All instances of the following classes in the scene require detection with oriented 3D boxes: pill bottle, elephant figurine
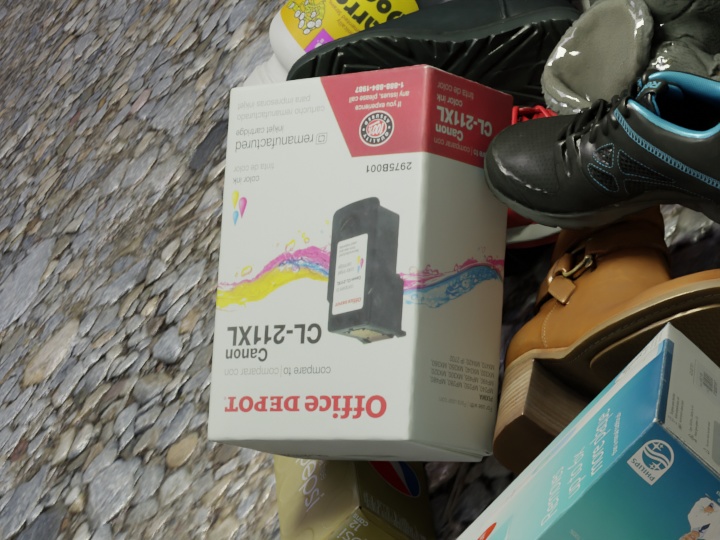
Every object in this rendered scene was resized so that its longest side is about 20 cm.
[{"bbox_3d":[0.001,-0.191,1.813,0.200,0.104,0.104,-48,22,17],"label":"pill bottle"},{"bbox_3d":[0.171,-0.113,1.322,0.155,0.140,0.202,90,-167,-77],"label":"elephant figurine"}]

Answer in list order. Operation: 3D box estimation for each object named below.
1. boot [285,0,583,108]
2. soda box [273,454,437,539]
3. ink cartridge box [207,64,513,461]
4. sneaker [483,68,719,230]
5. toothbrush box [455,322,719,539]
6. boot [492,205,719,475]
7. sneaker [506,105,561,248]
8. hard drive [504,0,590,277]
[{"bbox_3d":[0.046,-0.149,1.502,0.198,0.077,0.168,-12,27,-1],"label":"boot"},{"bbox_3d":[-0.007,0.122,1.408,0.068,0.064,0.200,-46,22,18],"label":"soda box"},{"bbox_3d":[0.000,0.000,1.305,0.145,0.083,0.202,-3,79,38],"label":"ink cartridge box"},{"bbox_3d":[0.143,-0.070,1.212,0.199,0.082,0.073,1,46,37],"label":"sneaker"},{"bbox_3d":[0.099,0.138,1.078,0.200,0.085,0.146,-48,3,18],"label":"toothbrush box"},{"bbox_3d":[0.145,0.007,1.249,0.200,0.074,0.155,-32,29,43],"label":"boot"},{"bbox_3d":[0.072,-0.072,1.395,0.199,0.116,0.079,-28,38,7],"label":"sneaker"},{"bbox_3d":[0.095,-0.080,1.538,0.139,0.038,0.201,-16,42,58],"label":"hard drive"}]
